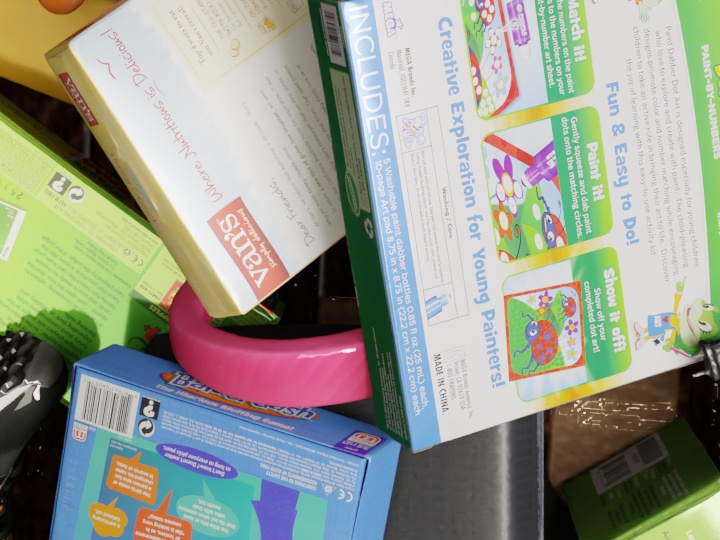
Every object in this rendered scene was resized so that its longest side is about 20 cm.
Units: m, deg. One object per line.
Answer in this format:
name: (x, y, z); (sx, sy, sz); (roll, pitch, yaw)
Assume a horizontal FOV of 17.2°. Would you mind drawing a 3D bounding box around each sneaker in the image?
sneaker: (-0.193, 0.105, 1.179); (0.090, 0.070, 0.200); (43, 124, -18)

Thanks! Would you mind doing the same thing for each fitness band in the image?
fitness band: (0.000, 0.000, 1.124); (0.143, 0.200, 0.038); (21, 129, 38)

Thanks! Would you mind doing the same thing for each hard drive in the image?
hard drive: (-0.013, 0.094, 1.122); (0.199, 0.042, 0.136); (1, 94, 20)

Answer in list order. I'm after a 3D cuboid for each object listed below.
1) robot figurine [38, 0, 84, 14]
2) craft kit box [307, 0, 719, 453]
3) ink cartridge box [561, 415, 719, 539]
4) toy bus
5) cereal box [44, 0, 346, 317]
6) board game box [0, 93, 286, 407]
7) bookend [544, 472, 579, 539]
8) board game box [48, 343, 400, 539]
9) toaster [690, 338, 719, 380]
robot figurine: (-0.124, -0.213, 1.099); (0.143, 0.201, 0.117); (2, 139, 18)
craft kit box: (0.086, -0.044, 1.040); (0.196, 0.048, 0.201); (-14, 106, -19)
ink cartridge box: (0.181, 0.187, 1.156); (0.076, 0.148, 0.201); (-30, 97, 5)
toy bus: (-0.126, -0.111, 1.156); (0.199, 0.078, 0.065); (22, 98, -4)
cereal box: (-0.026, -0.093, 1.082); (0.200, 0.039, 0.144); (-37, 103, -24)
board game box: (-0.147, 0.001, 1.191); (0.200, 0.048, 0.102); (36, 98, -3)
bookend: (0.016, 0.181, 1.189); (0.199, 0.092, 0.199); (-31, 85, 17)
board game box: (-0.072, 0.151, 1.100); (0.151, 0.045, 0.201); (17, 107, 19)
toaster: (0.250, 0.085, 1.038); (0.199, 0.114, 0.130); (-7, 101, 5)
